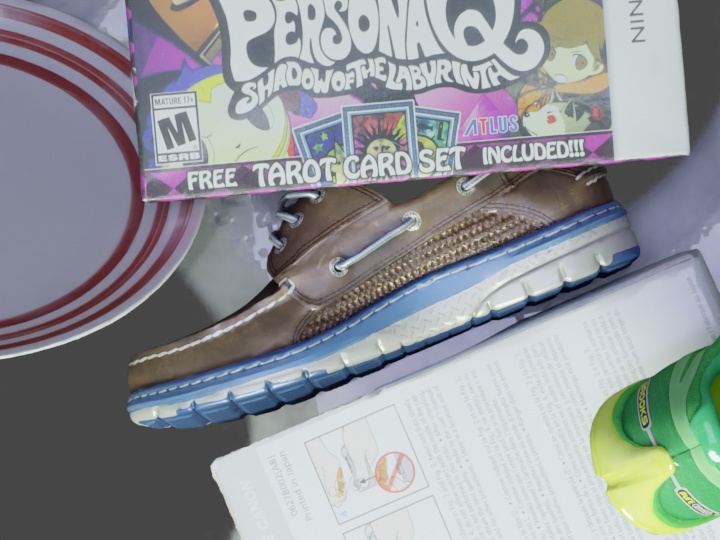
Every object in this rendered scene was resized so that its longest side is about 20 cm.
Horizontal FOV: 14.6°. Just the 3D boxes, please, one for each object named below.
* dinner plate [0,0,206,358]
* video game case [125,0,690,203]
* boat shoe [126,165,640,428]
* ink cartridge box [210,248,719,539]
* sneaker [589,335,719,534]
[{"bbox_3d":[-0.156,-0.033,1.031,0.200,0.200,0.024,14,135,6],"label":"dinner plate"},{"bbox_3d":[0.013,-0.122,1.006,0.199,0.036,0.182,-4,92,-2],"label":"video game case"},{"bbox_3d":[0.000,0.000,1.054,0.200,0.072,0.073,-21,83,-4],"label":"boat shoe"},{"bbox_3d":[0.067,0.103,1.055,0.200,0.050,0.161,-23,88,7],"label":"ink cartridge box"},{"bbox_3d":[0.173,0.035,0.995,0.200,0.084,0.074,-30,91,-32],"label":"sneaker"}]
